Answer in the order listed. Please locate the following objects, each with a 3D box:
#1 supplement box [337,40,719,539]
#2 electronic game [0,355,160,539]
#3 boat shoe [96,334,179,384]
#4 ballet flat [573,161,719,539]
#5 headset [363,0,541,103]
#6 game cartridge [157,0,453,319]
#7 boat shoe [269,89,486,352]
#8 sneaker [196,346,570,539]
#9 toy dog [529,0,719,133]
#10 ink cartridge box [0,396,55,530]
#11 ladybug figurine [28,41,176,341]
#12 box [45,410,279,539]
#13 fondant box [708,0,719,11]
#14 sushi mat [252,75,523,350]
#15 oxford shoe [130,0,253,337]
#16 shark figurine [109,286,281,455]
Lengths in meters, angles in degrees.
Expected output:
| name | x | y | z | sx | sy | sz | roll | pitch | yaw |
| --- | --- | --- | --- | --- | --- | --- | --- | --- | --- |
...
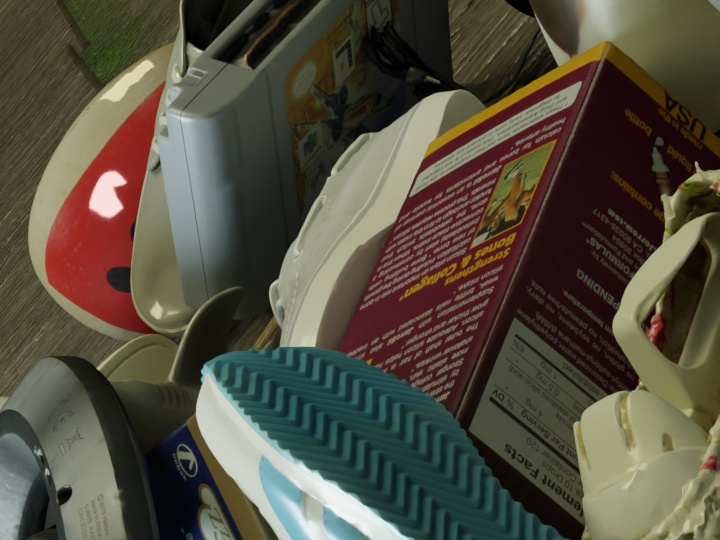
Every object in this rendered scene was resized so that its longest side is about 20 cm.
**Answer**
| name | x | y | z | sx | sy | sz | roll | pitch | yaw |
| --- | --- | --- | --- | --- | --- | --- | --- | --- | --- |
| supplement box | 0.056 | 0.029 | 0.999 | 0.110 | 0.086 | 0.200 | -29 | 29 | 48 |
| electronic game | -0.102 | 0.130 | 0.970 | 0.200 | 0.042 | 0.200 | 179 | 90 | -69 |
| boat shoe | -0.136 | 0.117 | 1.286 | 0.062 | 0.073 | 0.200 | -19 | 42 | 50 |
| ballet flat | 0.102 | 0.046 | 0.904 | 0.076 | 0.064 | 0.200 | -30 | 29 | 43 |
| headset | 0.087 | -0.153 | 1.241 | 0.200 | 0.094 | 0.123 | -57 | 20 | -6 |
| game cartridge | -0.018 | -0.074 | 1.236 | 0.041 | 0.133 | 0.200 | 15 | 46 | 28 |
| boat shoe | 0.000 | 0.000 | 1.101 | 0.068 | 0.072 | 0.200 | -19 | 34 | 33 |
| sneaker | 0.013 | 0.097 | 0.856 | 0.200 | 0.076 | 0.081 | 43 | 125 | 31 |
| toy dog | 0.085 | -0.155 | 1.091 | 0.194 | 0.200 | 0.140 | -51 | 19 | -1 |
| ink cartridge box | -0.197 | 0.126 | 1.148 | 0.145 | 0.084 | 0.200 | -44 | 23 | -28 |
| ladybug figurine | -0.091 | -0.034 | 1.377 | 0.072 | 0.136 | 0.200 | 59 | 144 | 31 |
| box | -0.056 | 0.126 | 0.990 | 0.032 | 0.121 | 0.200 | -23 | -9 | -29 |
| fondant box | 0.187 | -0.120 | 0.891 | 0.058 | 0.144 | 0.200 | -57 | 21 | -21 |
| sushi mat | 0.001 | -0.011 | 1.299 | 0.200 | 0.012 | 0.096 | -57 | 20 | -15 |
| oxford shoe | -0.068 | -0.067 | 1.265 | 0.075 | 0.058 | 0.200 | 25 | 100 | 30 |
| shark figurine | -0.025 | 0.055 | 1.185 | 0.214 | 0.128 | 0.089 | -31 | 47 | -20 |
